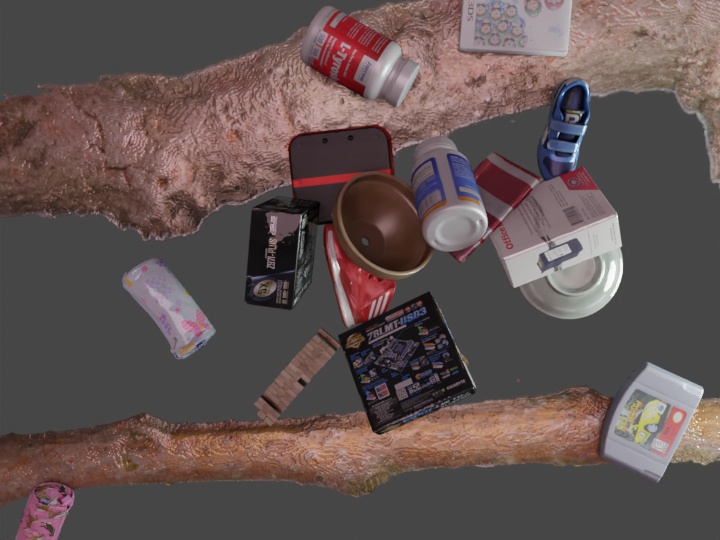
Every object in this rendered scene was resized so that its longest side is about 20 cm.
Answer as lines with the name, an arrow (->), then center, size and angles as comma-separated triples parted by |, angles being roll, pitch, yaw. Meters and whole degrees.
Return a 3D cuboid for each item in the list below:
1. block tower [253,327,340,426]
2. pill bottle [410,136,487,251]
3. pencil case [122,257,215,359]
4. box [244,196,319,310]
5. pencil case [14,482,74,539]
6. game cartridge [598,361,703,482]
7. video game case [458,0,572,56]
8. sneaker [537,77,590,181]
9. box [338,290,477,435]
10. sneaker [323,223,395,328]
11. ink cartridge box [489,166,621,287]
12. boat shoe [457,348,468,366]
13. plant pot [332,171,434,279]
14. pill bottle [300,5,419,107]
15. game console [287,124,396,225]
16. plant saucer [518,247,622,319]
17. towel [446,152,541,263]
block tower -> -0.123, 0.202, 1.229 | 0.054, 0.058, 0.200 | 41, 94, 0
pill bottle -> 0.148, -0.141, 1.124 | 0.112, 0.112, 0.201 | -11, 49, 4
pencil case -> -0.365, 0.072, 1.225 | 0.091, 0.083, 0.200 | -36, 89, -17
box -> -0.135, -0.037, 1.135 | 0.086, 0.200, 0.164 | 8, 103, 3
pencil case -> -0.637, 0.526, 1.270 | 0.083, 0.086, 0.201 | 19, 95, -28
game cartridge -> 0.533, 0.279, 1.198 | 0.133, 0.041, 0.201 | 24, 94, 6
video game case -> 0.287, -0.494, 1.181 | 0.199, 0.024, 0.183 | 4, 93, 4
sneaker -> 0.369, -0.252, 1.159 | 0.074, 0.082, 0.201 | 7, 95, 2
box -> 0.081, 0.168, 1.172 | 0.199, 0.050, 0.199 | -26, 63, 7
sneaker -> 0.000, 0.000, 1.211 | 0.115, 0.078, 0.201 | -14, 104, -4
ink cartridge box -> 0.329, -0.077, 1.128 | 0.199, 0.145, 0.084 | -22, 133, 9
boat shoe -> 0.105, 0.204, 1.215 | 0.200, 0.072, 0.072 | -37, 61, 9
plant pot -> 0.028, -0.070, 1.154 | 0.200, 0.093, 0.202 | 13, 64, -27
pill bottle -> 0.001, -0.382, 1.163 | 0.200, 0.112, 0.113 | 30, 94, 2
game console -> -0.035, -0.180, 1.221 | 0.199, 0.031, 0.178 | -6, 98, 5
plant saucer -> 0.389, -0.007, 1.186 | 0.199, 0.050, 0.201 | 0, 93, 4
towel -> 0.212, -0.118, 1.155 | 0.200, 0.144, 0.023 | -47, 127, 5
